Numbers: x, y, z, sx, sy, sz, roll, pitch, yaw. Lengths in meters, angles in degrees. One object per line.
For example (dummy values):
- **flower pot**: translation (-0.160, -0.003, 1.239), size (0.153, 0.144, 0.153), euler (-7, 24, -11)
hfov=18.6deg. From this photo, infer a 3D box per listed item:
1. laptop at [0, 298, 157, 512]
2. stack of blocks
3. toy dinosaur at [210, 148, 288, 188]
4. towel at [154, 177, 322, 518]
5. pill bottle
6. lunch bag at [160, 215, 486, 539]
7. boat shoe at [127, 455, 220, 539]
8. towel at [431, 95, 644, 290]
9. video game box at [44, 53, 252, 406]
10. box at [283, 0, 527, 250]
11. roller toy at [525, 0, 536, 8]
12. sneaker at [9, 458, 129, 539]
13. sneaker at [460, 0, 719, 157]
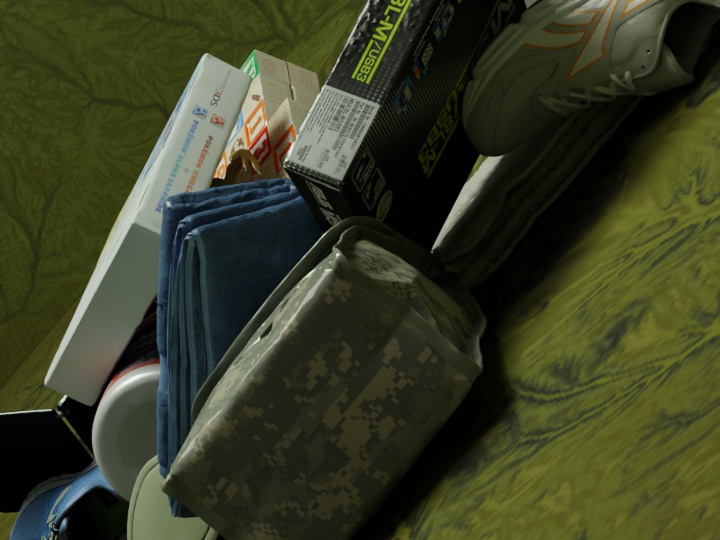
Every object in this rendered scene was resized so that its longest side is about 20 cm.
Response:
- **laptop**: translation (-0.229, 0.107, 1.771), size (0.200, 0.103, 0.177), euler (-51, -28, -16)
- **stack of blocks**: translation (-0.058, -0.070, 1.624), size (0.115, 0.058, 0.201), euler (-50, 34, 33)
- **toy dinosaur**: translation (-0.091, -0.036, 1.535), size (0.106, 0.060, 0.200), euler (-55, 31, 29)
- **towel**: translation (-0.069, 0.047, 1.333), size (0.111, 0.201, 0.048), euler (-14, 27, -34)
- **pill bottle**: translation (-0.128, 0.090, 1.619), size (0.111, 0.111, 0.200), euler (-46, 11, 15)
- **lunch bag**: translation (-0.015, 0.064, 1.235), size (0.164, 0.117, 0.200), euler (-51, 2, 10)
- **boat shoe**: translation (-0.094, 0.122, 1.452), size (0.066, 0.074, 0.200), euler (-15, -49, -51)
- **towel**: translation (0.110, -0.070, 1.416), size (0.200, 0.034, 0.133), euler (-49, 11, -1)
- **video game box**: translation (-0.152, -0.028, 1.577), size (0.200, 0.047, 0.183), euler (-56, 14, 46)
- **box**: translation (0.035, -0.104, 1.330), size (0.201, 0.047, 0.193), euler (-63, -23, -14)
- **roller toy**: translation (0.151, -0.241, 1.533), size (0.200, 0.140, 0.183), euler (-39, 9, 49)
- **sneaker**: translation (-0.222, 0.200, 1.715), size (0.200, 0.079, 0.089), euler (-41, 10, 36)
- **sneaker**: translation (0.147, -0.127, 1.309), size (0.200, 0.092, 0.076), euler (-44, -26, 18)
